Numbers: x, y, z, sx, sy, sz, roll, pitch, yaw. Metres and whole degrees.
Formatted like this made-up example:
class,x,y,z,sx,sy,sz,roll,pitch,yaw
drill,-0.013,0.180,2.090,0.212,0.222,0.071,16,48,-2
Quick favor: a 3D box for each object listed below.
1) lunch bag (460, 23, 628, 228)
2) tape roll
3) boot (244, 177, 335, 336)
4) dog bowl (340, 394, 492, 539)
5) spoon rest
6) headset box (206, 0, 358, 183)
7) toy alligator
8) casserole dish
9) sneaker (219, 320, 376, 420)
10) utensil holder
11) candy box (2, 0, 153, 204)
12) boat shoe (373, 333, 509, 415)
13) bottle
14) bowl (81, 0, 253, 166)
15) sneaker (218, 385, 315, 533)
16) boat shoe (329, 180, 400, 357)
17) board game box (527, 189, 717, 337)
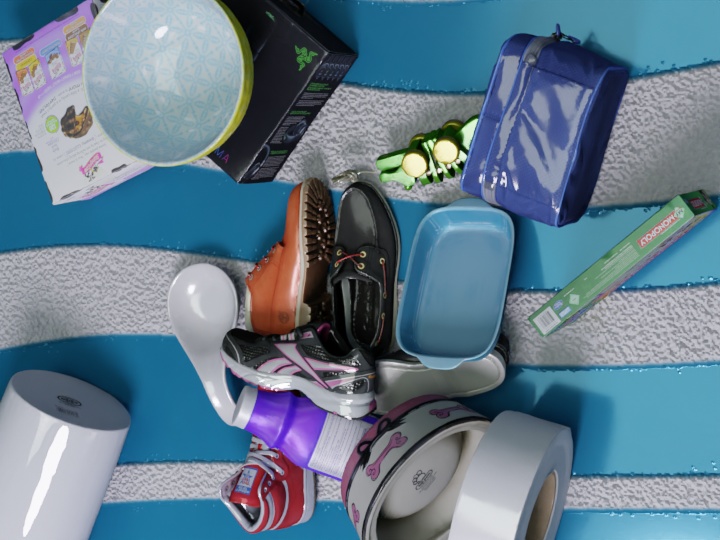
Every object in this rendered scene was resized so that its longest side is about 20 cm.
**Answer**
class,x,y,z,sx,sy,sz,roll,pitch,yaw
lunch bag,0.187,-0.157,1.576,0.131,0.136,0.202,20,101,20
tape roll,0.160,0.252,1.592,0.070,0.202,0.204,15,100,22
boot,-0.088,-0.011,1.745,0.106,0.075,0.202,9,100,27
dog bowl,0.063,0.223,1.641,0.074,0.199,0.201,42,110,37
spoon rest,-0.172,0.089,1.794,0.099,0.061,0.202,-20,88,23
headset box,-0.126,-0.232,1.727,0.174,0.093,0.200,42,109,14
toy alligator,0.064,-0.116,1.677,0.199,0.059,0.055,-22,110,23
casserole dish,0.109,0.019,1.644,0.120,0.039,0.202,2,67,26
sneaker,-0.062,0.092,1.690,0.199,0.080,0.087,17,106,23
utensil holder,-0.388,0.245,1.845,0.169,0.170,0.201,27,102,19
candy box,-0.325,-0.202,1.812,0.167,0.071,0.202,-21,86,34
boat shoe,0.074,0.109,1.692,0.199,0.060,0.074,-17,114,26
bottle,-0.046,0.186,1.702,0.199,0.065,0.084,21,92,-10
bowl,-0.193,-0.216,1.647,0.198,0.108,0.202,2,96,22
sneaker,-0.112,0.205,1.746,0.071,0.112,0.202,-6,92,39
boat shoe,0.003,0.000,1.712,0.073,0.063,0.203,-2,93,26
board game box,0.272,-0.009,1.555,0.200,0.134,0.029,-41,79,21
